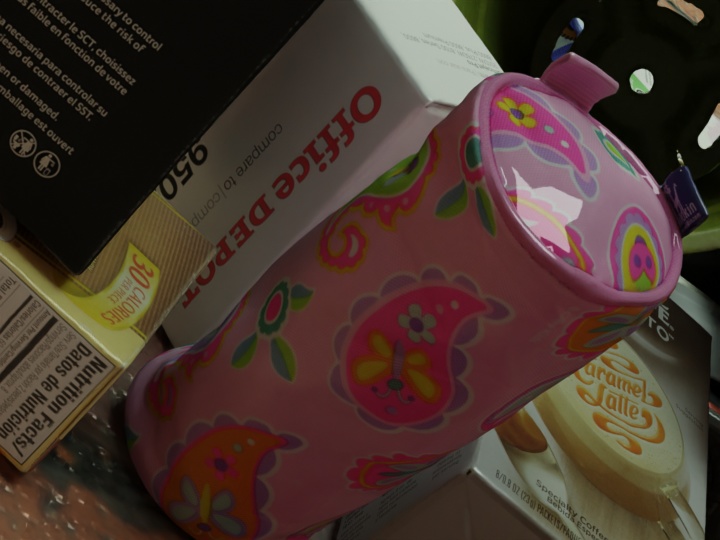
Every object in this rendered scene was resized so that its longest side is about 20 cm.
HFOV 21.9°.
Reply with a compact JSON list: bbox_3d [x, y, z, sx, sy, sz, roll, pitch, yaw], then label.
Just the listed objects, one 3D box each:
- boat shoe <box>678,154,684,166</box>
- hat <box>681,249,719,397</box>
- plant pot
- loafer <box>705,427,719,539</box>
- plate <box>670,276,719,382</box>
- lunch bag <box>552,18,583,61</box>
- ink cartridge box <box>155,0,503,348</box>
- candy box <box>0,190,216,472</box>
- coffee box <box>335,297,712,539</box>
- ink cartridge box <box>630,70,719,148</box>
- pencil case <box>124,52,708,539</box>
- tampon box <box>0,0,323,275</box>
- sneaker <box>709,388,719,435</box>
[{"bbox_3d":[0.208,0.002,1.076,0.200,0.072,0.076,48,-16,-26],"label":"boat shoe"},{"bbox_3d":[0.233,0.039,0.971,0.201,0.081,0.201,57,-13,20],"label":"hat"},{"bbox_3d":[0.140,-0.102,0.885,0.200,0.200,0.190,48,2,7],"label":"plant pot"},{"bbox_3d":[0.138,0.138,0.794,0.200,0.075,0.070,-89,161,-60],"label":"loafer"},{"bbox_3d":[0.099,-0.019,0.945,0.199,0.032,0.200,28,10,-35],"label":"plate"},{"bbox_3d":[0.053,-0.203,1.140,0.200,0.124,0.170,51,23,-6],"label":"lunch bag"},{"bbox_3d":[-0.044,-0.080,0.726,0.084,0.145,0.201,9,41,-53],"label":"ink cartridge box"},{"bbox_3d":[-0.146,-0.040,0.596,0.200,0.055,0.116,43,21,-6],"label":"candy box"},{"bbox_3d":[0.070,0.068,0.727,0.114,0.080,0.201,40,31,-15],"label":"coffee box"},{"bbox_3d":[0.200,-0.047,1.178,0.200,0.084,0.145,40,23,-12],"label":"ink cartridge box"},{"bbox_3d":[0.009,0.018,0.582,0.087,0.200,0.088,25,45,-28],"label":"pencil case"},{"bbox_3d":[-0.054,-0.130,0.574,0.126,0.200,0.150,42,18,-7],"label":"tampon box"},{"bbox_3d":[0.176,0.094,0.916,0.200,0.077,0.082,45,16,-2],"label":"sneaker"}]
